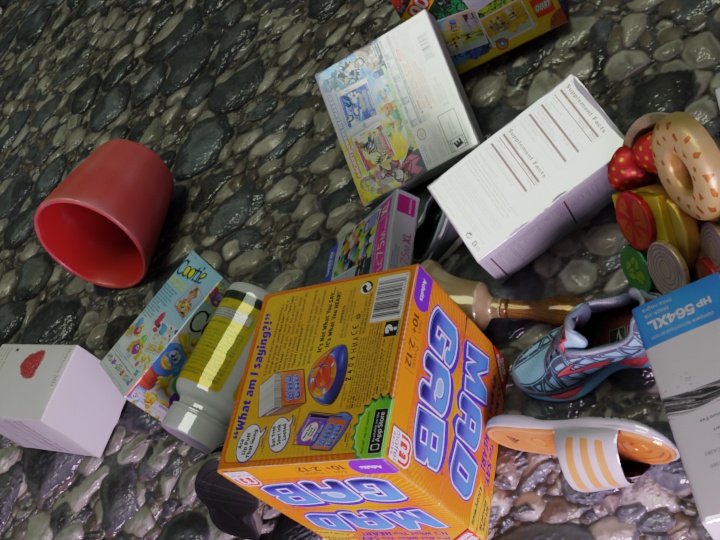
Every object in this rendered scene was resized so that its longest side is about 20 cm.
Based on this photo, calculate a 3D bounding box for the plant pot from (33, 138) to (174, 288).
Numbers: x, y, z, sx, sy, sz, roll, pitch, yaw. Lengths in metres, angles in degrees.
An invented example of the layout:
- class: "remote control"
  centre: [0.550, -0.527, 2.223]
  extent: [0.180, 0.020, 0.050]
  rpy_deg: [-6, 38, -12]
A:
- class: "plant pot"
  centre: [-0.400, -0.102, 1.539]
  extent: [0.198, 0.201, 0.179]
  rpy_deg: [-12, 42, 33]

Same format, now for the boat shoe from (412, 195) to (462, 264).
- class: "boat shoe"
  centre: [0.058, -0.014, 1.161]
  extent: [0.201, 0.062, 0.073]
  rpy_deg: [-50, 44, -2]

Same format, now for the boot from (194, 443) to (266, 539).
- class: "boot"
  centre: [-0.123, 0.197, 1.062]
  extent: [0.072, 0.205, 0.155]
  rpy_deg: [13, 56, 7]

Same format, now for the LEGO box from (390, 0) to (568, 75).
- class: "LEGO box"
  centre: [0.160, -0.368, 1.284]
  extent: [0.198, 0.150, 0.078]
  rpy_deg: [-22, 30, 26]

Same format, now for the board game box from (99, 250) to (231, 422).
- class: "board game box"
  centre: [-0.241, 0.094, 1.297]
  extent: [0.201, 0.103, 0.105]
  rpy_deg: [-50, 41, -4]

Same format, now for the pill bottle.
- class: "pill bottle"
  centre: [-0.161, 0.127, 1.195]
  extent: [0.113, 0.114, 0.202]
  rpy_deg: [9, 64, 44]

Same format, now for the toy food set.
- class: "toy food set"
  centre: [0.298, -0.051, 0.897]
  extent: [0.048, 0.201, 0.200]
  rpy_deg: [-20, 10, -13]

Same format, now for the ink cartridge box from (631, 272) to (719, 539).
- class: "ink cartridge box"
  centre: [0.305, 0.129, 0.772]
  extent: [0.083, 0.146, 0.202]
  rpy_deg: [-24, 45, 21]

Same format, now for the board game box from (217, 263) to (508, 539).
- class: "board game box"
  centre: [0.011, 0.145, 0.968]
  extent: [0.198, 0.200, 0.202]
  rpy_deg: [-11, 52, 34]

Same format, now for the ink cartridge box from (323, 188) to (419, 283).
- class: "ink cartridge box"
  centre: [0.000, 0.000, 1.158]
  extent: [0.200, 0.042, 0.121]
  rpy_deg: [-43, 32, 50]

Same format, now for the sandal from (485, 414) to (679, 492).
- class: "sandal"
  centre: [0.200, 0.177, 0.884]
  extent: [0.205, 0.079, 0.060]
  rpy_deg: [-8, 54, 47]

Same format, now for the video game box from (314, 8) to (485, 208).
- class: "video game box"
  centre: [0.052, -0.212, 1.267]
  extent: [0.180, 0.047, 0.203]
  rpy_deg: [-24, 78, 20]

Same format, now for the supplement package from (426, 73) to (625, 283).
- class: "supplement package"
  centre: [0.194, -0.097, 1.052]
  extent: [0.199, 0.114, 0.110]
  rpy_deg: [-37, 66, 10]

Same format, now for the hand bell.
- class: "hand bell"
  centre: [0.163, 0.041, 1.026]
  extent: [0.197, 0.104, 0.105]
  rpy_deg: [1, 58, 27]

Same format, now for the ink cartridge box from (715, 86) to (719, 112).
- class: "ink cartridge box"
  centre: [0.382, -0.061, 0.816]
  extent: [0.082, 0.200, 0.148]
  rpy_deg: [-19, 47, 26]

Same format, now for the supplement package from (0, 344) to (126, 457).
- class: "supplement package"
  centre: [-0.455, 0.187, 1.393]
  extent: [0.198, 0.120, 0.123]
  rpy_deg: [-3, 55, 38]

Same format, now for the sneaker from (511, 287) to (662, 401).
- class: "sneaker"
  centre: [0.216, 0.063, 0.922]
  extent: [0.199, 0.095, 0.080]
  rpy_deg: [-31, 47, 38]
